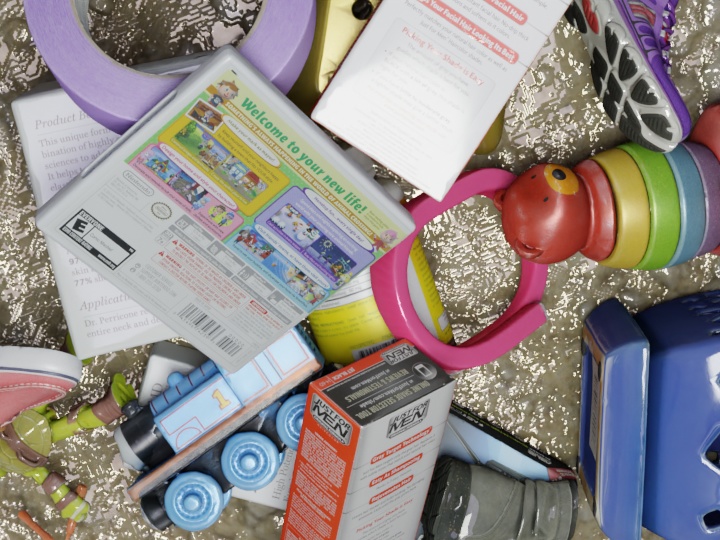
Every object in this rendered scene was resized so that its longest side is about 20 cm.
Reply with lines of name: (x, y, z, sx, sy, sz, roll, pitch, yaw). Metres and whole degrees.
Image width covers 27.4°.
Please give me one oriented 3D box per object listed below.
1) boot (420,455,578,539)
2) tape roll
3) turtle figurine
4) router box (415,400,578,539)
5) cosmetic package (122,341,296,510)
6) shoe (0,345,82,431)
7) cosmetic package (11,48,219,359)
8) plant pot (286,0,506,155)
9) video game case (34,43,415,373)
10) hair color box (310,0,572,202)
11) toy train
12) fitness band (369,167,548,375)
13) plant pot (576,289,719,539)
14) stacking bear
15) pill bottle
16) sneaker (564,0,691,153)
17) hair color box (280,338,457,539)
boot: (0.103, 0.256, 1.214, 0.130, 0.068, 0.201, 16, 100, -12)
tape roll: (-0.131, -0.191, 1.032, 0.199, 0.066, 0.201, 0, 80, -1)
turtle figurine: (-0.272, 0.120, 1.203, 0.161, 0.064, 0.200, -39, 85, 18)
router box: (0.071, 0.221, 1.268, 0.149, 0.062, 0.201, 29, 97, -7)
cosmetic package: (-0.091, 0.136, 1.239, 0.199, 0.074, 0.102, 15, 97, -7)
shoe: (-0.296, 0.116, 1.137, 0.199, 0.071, 0.091, -10, 66, 31)
cosmetic package: (-0.158, -0.059, 1.153, 0.167, 0.166, 0.201, -12, 101, -2)
plant pot: (0.036, -0.193, 1.138, 0.199, 0.176, 0.201, 9, 100, -5)
video game case: (-0.090, -0.035, 1.026, 0.182, 0.022, 0.200, -38, 125, 16)
hair color box: (0.063, -0.162, 1.024, 0.111, 0.064, 0.200, 33, 98, -7)
toy train: (-0.103, 0.118, 1.161, 0.200, 0.087, 0.114, -35, 90, 2)
fitness band: (0.087, -0.001, 1.183, 0.200, 0.037, 0.144, -31, 104, -42)
plant pot: (0.273, 0.122, 1.201, 0.179, 0.200, 0.201, 1, 100, 2)
stacking bear: (0.209, -0.053, 1.188, 0.199, 0.122, 0.114, -7, 144, -14)
pill bottle: (0.000, 0.000, 1.202, 0.109, 0.109, 0.201, -20, 100, 0)
sneaker: (0.222, -0.188, 1.166, 0.083, 0.081, 0.201, -13, 65, -10)
hair color box: (0.002, 0.159, 1.131, 0.101, 0.061, 0.201, -22, 138, -38)
